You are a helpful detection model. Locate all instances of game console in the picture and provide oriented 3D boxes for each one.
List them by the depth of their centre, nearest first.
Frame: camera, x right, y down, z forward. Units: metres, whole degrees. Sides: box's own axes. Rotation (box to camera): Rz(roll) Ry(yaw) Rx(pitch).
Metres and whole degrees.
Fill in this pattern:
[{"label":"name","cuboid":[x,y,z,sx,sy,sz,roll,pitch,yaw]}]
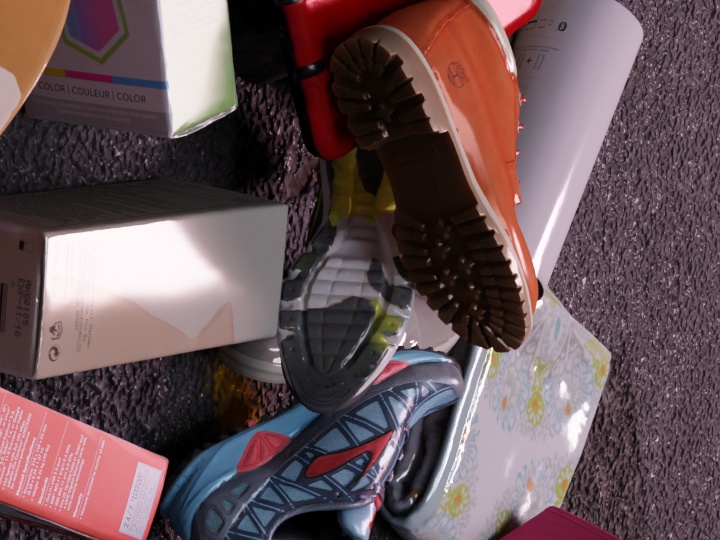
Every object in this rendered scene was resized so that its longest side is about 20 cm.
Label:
[{"label":"game console","cuboid":[-0.010,-0.186,1.657,0.200,0.119,0.173,-37,129,-34]}]

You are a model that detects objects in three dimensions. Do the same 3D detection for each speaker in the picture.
[{"label":"speaker","cuboid":[0.112,-0.081,1.888,0.081,0.081,0.200,49,55,-48]}]

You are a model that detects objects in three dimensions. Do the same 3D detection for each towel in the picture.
[{"label":"towel","cuboid":[0.092,0.107,1.945,0.171,0.048,0.200,43,64,-49]}]

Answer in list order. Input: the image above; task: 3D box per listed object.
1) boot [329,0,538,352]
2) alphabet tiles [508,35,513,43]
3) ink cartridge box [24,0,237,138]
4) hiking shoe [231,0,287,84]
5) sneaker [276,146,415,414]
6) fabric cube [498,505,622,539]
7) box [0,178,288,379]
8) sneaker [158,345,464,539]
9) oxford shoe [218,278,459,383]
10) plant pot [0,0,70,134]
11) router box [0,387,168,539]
[{"label":"boot","cuboid":[0.064,-0.058,1.623,0.107,0.075,0.200,-39,116,-44]},{"label":"alphabet tiles","cuboid":[0.074,-0.208,1.820,0.200,0.006,0.167,-46,136,-66]},{"label":"ink cartridge box","cuboid":[-0.128,-0.175,1.520,0.059,0.104,0.201,-28,121,-49]},{"label":"hiking shoe","cuboid":[-0.001,-0.128,1.731,0.200,0.076,0.101,-29,115,-48]},{"label":"sneaker","cuboid":[0.000,0.000,1.686,0.085,0.074,0.200,91,11,-60]},{"label":"fabric cube","cuboid":[0.124,0.304,1.873,0.199,0.200,0.197,-29,126,-32]},{"label":"box","cuboid":[-0.135,0.001,1.566,0.200,0.095,0.078,-8,106,-52]},{"label":"sneaker","cuboid":[-0.014,0.121,1.715,0.200,0.096,0.079,-29,160,-19]},{"label":"oxford shoe","cuboid":[-0.004,0.025,1.768,0.200,0.075,0.058,-7,117,-49]},{"label":"plant pot","cuboid":[-0.247,-0.116,1.313,0.140,0.200,0.200,45,61,-31]},{"label":"router box","cuboid":[-0.221,0.070,1.373,0.179,0.200,0.049,29,75,-52]}]
